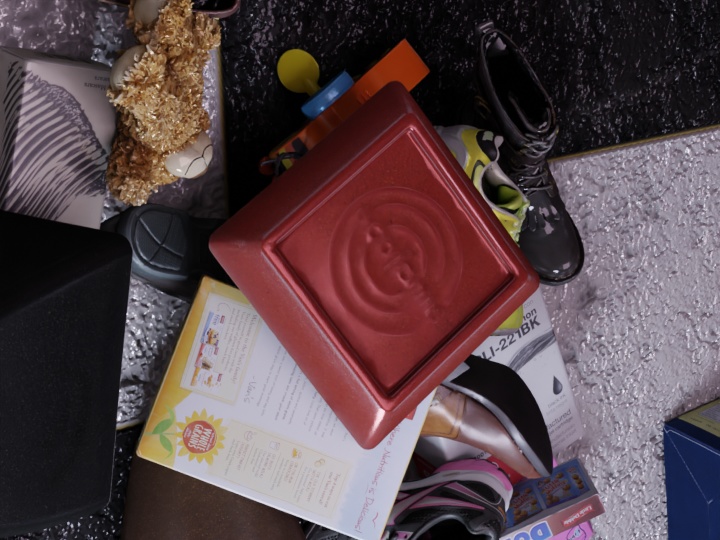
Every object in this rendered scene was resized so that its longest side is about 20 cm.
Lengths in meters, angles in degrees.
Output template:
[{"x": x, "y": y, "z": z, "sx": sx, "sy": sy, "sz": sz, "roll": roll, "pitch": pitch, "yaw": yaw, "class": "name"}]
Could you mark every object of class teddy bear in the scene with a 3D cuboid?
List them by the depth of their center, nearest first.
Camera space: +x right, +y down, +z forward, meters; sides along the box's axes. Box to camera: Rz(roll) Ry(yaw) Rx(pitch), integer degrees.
[{"x": -0.137, "y": -0.119, "z": 1.061, "sx": 0.066, "sy": 0.146, "sz": 0.201, "roll": 13, "pitch": 138, "yaw": 1, "class": "teddy bear"}]

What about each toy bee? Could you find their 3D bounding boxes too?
[{"x": -0.035, "y": -0.113, "z": 1.194, "sx": 0.199, "sy": 0.108, "sz": 0.132, "roll": -20, "pitch": 86, "yaw": -41, "class": "toy bee"}]

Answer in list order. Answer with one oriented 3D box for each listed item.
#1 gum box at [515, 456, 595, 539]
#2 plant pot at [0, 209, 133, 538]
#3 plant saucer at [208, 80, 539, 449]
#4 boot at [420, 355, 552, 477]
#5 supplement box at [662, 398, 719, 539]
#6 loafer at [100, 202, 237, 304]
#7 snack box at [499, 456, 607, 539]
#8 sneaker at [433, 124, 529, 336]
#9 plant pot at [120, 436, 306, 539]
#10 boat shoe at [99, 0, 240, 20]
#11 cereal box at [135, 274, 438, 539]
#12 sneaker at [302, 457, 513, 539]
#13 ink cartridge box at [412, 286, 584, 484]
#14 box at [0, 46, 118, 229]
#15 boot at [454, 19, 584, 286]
[{"x": 0.124, "y": 0.260, "z": 1.424, "sx": 0.200, "sy": 0.066, "sz": 0.114, "roll": -41, "pitch": 122, "yaw": -16, "class": "gum box"}, {"x": -0.284, "y": 0.071, "z": 0.977, "sx": 0.177, "sy": 0.198, "sz": 0.202, "roll": -31, "pitch": 130, "yaw": -69, "class": "plant pot"}, {"x": 0.022, "y": -0.006, "z": 1.098, "sx": 0.200, "sy": 0.037, "sz": 0.200, "roll": -42, "pitch": 103, "yaw": -20, "class": "plant saucer"}, {"x": 0.039, "y": 0.141, "z": 1.249, "sx": 0.199, "sy": 0.069, "sz": 0.188, "roll": -33, "pitch": 121, "yaw": 28, "class": "boot"}, {"x": 0.441, "y": 0.237, "z": 1.582, "sx": 0.198, "sy": 0.134, "sz": 0.202, "roll": -19, "pitch": 115, "yaw": -26, "class": "supplement box"}, {"x": -0.132, "y": -0.007, "z": 1.182, "sx": 0.199, "sy": 0.062, "sz": 0.073, "roll": 25, "pitch": 65, "yaw": -50, "class": "loafer"}, {"x": 0.116, "y": 0.230, "z": 1.330, "sx": 0.198, "sy": 0.072, "sz": 0.024, "roll": -25, "pitch": 111, "yaw": 2, "class": "snack box"}, {"x": 0.100, "y": -0.026, "z": 1.200, "sx": 0.201, "sy": 0.076, "sz": 0.076, "roll": 65, "pitch": 35, "yaw": -34, "class": "sneaker"}, {"x": -0.120, "y": 0.226, "z": 1.204, "sx": 0.185, "sy": 0.186, "sz": 0.202, "roll": -11, "pitch": 94, "yaw": -30, "class": "plant pot"}, {"x": -0.176, "y": -0.227, "z": 1.069, "sx": 0.198, "sy": 0.070, "sz": 0.071, "roll": 11, "pitch": 100, "yaw": -34, "class": "boat shoe"}, {"x": -0.053, "y": 0.105, "z": 1.134, "sx": 0.198, "sy": 0.040, "sz": 0.145, "roll": 22, "pitch": 88, "yaw": -8, "class": "cereal box"}, {"x": 0.034, "y": 0.226, "z": 1.296, "sx": 0.198, "sy": 0.087, "sz": 0.081, "roll": -22, "pitch": 117, "yaw": 19, "class": "sneaker"}, {"x": 0.103, "y": 0.092, "z": 1.345, "sx": 0.144, "sy": 0.084, "sz": 0.201, "roll": -32, "pitch": 120, "yaw": -19, "class": "ink cartridge box"}, {"x": -0.233, "y": -0.055, "z": 1.087, "sx": 0.081, "sy": 0.068, "sz": 0.202, "roll": 2, "pitch": 104, "yaw": -34, "class": "box"}, {"x": 0.132, "y": -0.089, "z": 1.217, "sx": 0.069, "sy": 0.174, "sz": 0.201, "roll": -28, "pitch": 83, "yaw": -8, "class": "boot"}]
